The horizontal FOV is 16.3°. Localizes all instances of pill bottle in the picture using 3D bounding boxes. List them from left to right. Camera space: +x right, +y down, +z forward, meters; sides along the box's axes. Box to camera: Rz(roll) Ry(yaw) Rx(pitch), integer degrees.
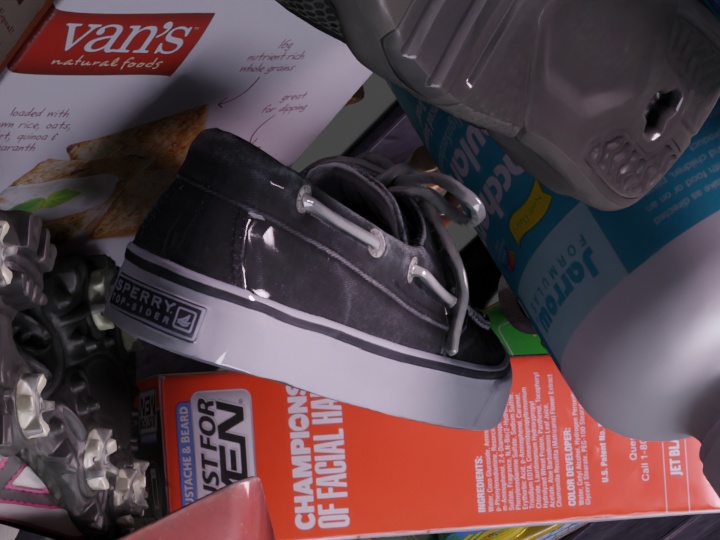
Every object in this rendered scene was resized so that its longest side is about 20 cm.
[{"bbox_3d":[0.088,-0.028,0.738,0.111,0.200,0.111,-25,156,-12],"label":"pill bottle"}]

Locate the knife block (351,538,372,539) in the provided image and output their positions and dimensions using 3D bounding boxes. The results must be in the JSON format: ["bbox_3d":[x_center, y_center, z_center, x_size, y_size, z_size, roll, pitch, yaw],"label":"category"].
[{"bbox_3d":[-0.115,0.141,0.954,0.200,0.175,0.064,-56,165,8],"label":"knife block"}]

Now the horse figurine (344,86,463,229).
[{"bbox_3d":[-0.007,-0.013,0.846,0.132,0.050,0.200,-38,161,31],"label":"horse figurine"}]

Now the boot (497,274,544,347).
[{"bbox_3d":[0.098,0.002,0.907,0.095,0.074,0.200,-24,-176,1],"label":"boot"}]

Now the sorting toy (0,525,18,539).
[{"bbox_3d":[-0.169,0.091,0.796,0.180,0.107,0.200,-20,165,-33],"label":"sorting toy"}]

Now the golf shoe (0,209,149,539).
[{"bbox_3d":[-0.109,0.029,0.665,0.088,0.077,0.200,-4,162,10],"label":"golf shoe"}]

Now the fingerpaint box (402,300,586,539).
[{"bbox_3d":[0.105,0.051,1.073,0.200,0.073,0.167,-27,163,-8],"label":"fingerpaint box"}]

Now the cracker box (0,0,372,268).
[{"bbox_3d":[-0.087,-0.035,0.699,0.134,0.058,0.200,-6,147,-46],"label":"cracker box"}]

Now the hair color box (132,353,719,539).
[{"bbox_3d":[0.016,0.064,0.904,0.199,0.064,0.111,-3,175,-16],"label":"hair color box"}]

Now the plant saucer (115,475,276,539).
[{"bbox_3d":[-0.109,0.134,0.750,0.199,0.037,0.200,-26,169,-6],"label":"plant saucer"}]

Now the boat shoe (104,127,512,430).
[{"bbox_3d":[-0.002,-0.001,0.716,0.199,0.073,0.068,18,94,-59],"label":"boat shoe"}]

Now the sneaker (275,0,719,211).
[{"bbox_3d":[0.008,-0.084,0.571,0.076,0.114,0.199,-56,154,1],"label":"sneaker"}]

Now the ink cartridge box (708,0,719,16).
[{"bbox_3d":[0.074,-0.145,0.550,0.084,0.145,0.200,-33,157,6],"label":"ink cartridge box"}]
